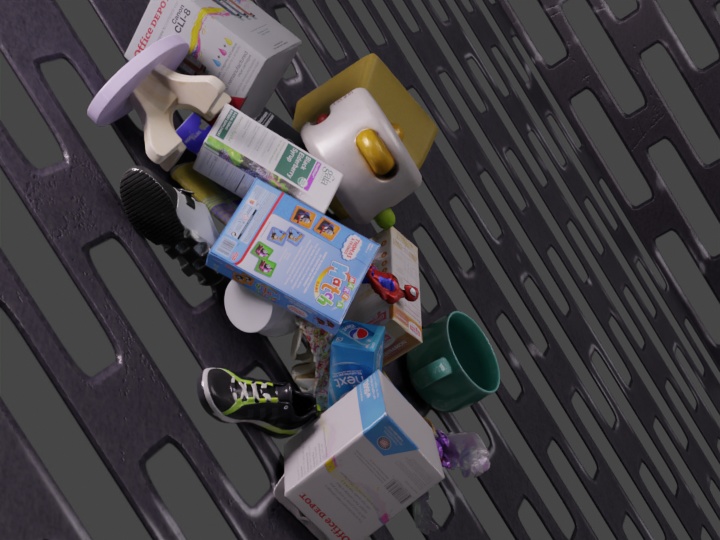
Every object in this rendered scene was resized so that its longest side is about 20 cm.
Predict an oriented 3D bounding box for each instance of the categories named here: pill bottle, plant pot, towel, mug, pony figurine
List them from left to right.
[{"bbox_3d":[-0.177,-0.096,1.685,0.199,0.023,0.143,41,22,12],"label":"towel"},{"bbox_3d":[-0.107,0.034,1.652,0.199,0.110,0.112,-13,74,-62],"label":"pill bottle"},{"bbox_3d":[-0.008,-0.208,1.988,0.194,0.194,0.202,45,40,-25],"label":"plant pot"},{"bbox_3d":[0.096,0.268,1.745,0.199,0.167,0.194,37,20,-23],"label":"pony figurine"},{"bbox_3d":[0.139,0.156,1.944,0.184,0.114,0.154,31,39,-42],"label":"mug"}]

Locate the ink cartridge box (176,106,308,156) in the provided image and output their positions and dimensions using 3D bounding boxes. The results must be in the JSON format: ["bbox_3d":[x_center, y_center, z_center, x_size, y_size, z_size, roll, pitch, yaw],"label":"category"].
[{"bbox_3d":[-0.173,-0.197,1.777,0.199,0.044,0.199,34,31,-6],"label":"ink cartridge box"}]

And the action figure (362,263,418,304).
[{"bbox_3d":[0.000,0.000,1.661,0.198,0.052,0.066,27,17,-21],"label":"action figure"}]

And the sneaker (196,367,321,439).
[{"bbox_3d":[-0.130,0.162,1.519,0.199,0.082,0.073,26,41,-47],"label":"sneaker"}]

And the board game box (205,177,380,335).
[{"bbox_3d":[-0.089,-0.021,1.565,0.198,0.037,0.152,28,52,1],"label":"board game box"}]

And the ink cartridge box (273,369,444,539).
[{"bbox_3d":[-0.009,0.259,1.526,0.129,0.199,0.126,48,12,-20],"label":"ink cartridge box"}]

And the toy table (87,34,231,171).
[{"bbox_3d":[-0.271,-0.230,1.590,0.117,0.184,0.200,42,54,-2],"label":"toy table"}]

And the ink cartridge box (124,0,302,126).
[{"bbox_3d":[-0.221,-0.333,1.724,0.199,0.146,0.145,38,30,4],"label":"ink cartridge box"}]

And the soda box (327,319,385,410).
[{"bbox_3d":[-0.008,0.174,1.610,0.068,0.063,0.203,-63,160,-58],"label":"soda box"}]

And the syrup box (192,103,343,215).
[{"bbox_3d":[-0.132,-0.142,1.649,0.198,0.082,0.079,30,57,-7],"label":"syrup box"}]

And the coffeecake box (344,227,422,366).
[{"bbox_3d":[0.015,0.054,1.792,0.073,0.153,0.202,37,35,-32],"label":"coffeecake box"}]

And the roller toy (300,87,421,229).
[{"bbox_3d":[0.006,-0.179,1.763,0.184,0.139,0.200,59,4,32],"label":"roller toy"}]

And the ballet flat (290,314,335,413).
[{"bbox_3d":[-0.068,0.125,1.625,0.076,0.063,0.203,-117,-157,-50],"label":"ballet flat"}]

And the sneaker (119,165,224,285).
[{"bbox_3d":[-0.252,-0.075,1.564,0.201,0.073,0.089,54,26,-32],"label":"sneaker"}]
